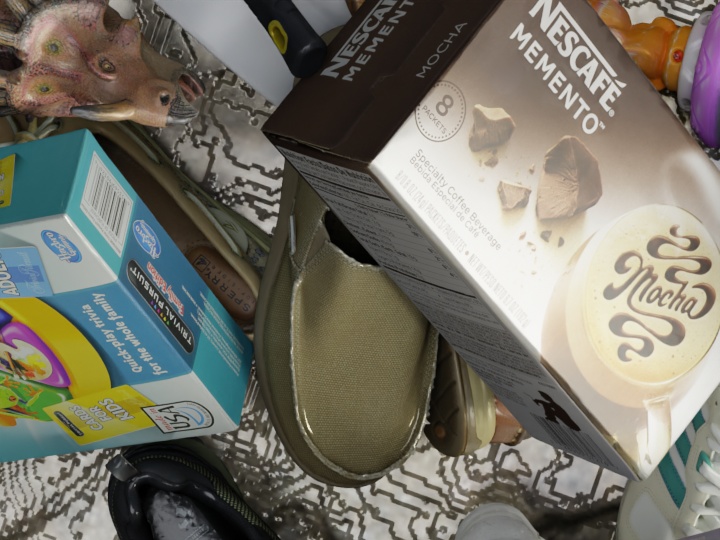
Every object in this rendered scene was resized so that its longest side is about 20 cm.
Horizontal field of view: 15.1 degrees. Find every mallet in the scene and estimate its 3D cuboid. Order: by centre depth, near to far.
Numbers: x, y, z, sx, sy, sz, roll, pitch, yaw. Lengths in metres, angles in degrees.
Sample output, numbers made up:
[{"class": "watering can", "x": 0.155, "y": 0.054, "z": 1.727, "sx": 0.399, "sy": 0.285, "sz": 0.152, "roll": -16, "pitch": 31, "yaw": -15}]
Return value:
[{"class": "mallet", "x": -0.067, "y": -0.160, "z": 1.070, "sx": 0.200, "sy": 0.041, "sz": 0.066, "roll": 50, "pitch": 137, "yaw": 31}]

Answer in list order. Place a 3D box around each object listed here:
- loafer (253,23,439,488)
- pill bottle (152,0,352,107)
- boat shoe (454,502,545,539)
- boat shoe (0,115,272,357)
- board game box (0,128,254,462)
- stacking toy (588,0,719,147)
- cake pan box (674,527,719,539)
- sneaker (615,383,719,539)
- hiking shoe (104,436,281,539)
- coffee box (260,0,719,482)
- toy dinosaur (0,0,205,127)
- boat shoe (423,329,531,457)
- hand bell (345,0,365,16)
[{"class": "loafer", "x": 0.000, "y": 0.000, "z": 1.129, "sx": 0.076, "sy": 0.067, "sz": 0.201, "roll": -6, "pitch": 107, "yaw": -19}, {"class": "pill bottle", "x": -0.002, "y": -0.173, "z": 1.160, "sx": 0.114, "sy": 0.114, "sz": 0.200, "roll": 41, "pitch": 94, "yaw": 4}, {"class": "boat shoe", "x": 0.066, "y": 0.188, "z": 1.179, "sx": 0.074, "sy": 0.086, "sz": 0.203, "roll": -11, "pitch": 118, "yaw": 1}, {"class": "boat shoe", "x": -0.112, "y": -0.032, "z": 1.198, "sx": 0.200, "sy": 0.063, "sz": 0.073, "roll": 31, "pitch": 94, "yaw": 5}, {"class": "board game box", "x": -0.167, "y": 0.021, "z": 1.136, "sx": 0.199, "sy": 0.151, "sz": 0.047, "roll": -10, "pitch": 49, "yaw": 24}, {"class": "stacking toy", "x": 0.176, "y": -0.080, "z": 1.158, "sx": 0.199, "sy": 0.110, "sz": 0.116, "roll": 14, "pitch": 102, "yaw": 17}, {"class": "cake pan box", "x": 0.110, "y": 0.206, "z": 1.103, "sx": 0.199, "sy": 0.052, "sz": 0.185, "roll": -17, "pitch": 113, "yaw": 8}, {"class": "sneaker", "x": 0.158, "y": 0.075, "z": 1.156, "sx": 0.070, "sy": 0.093, "sz": 0.200, "roll": 21, "pitch": 92, "yaw": 5}, {"class": "hiking shoe", "x": -0.044, "y": 0.158, "z": 1.174, "sx": 0.076, "sy": 0.101, "sz": 0.200, "roll": -44, "pitch": 86, "yaw": 5}, {"class": "coffee box", "x": 0.070, "y": -0.026, "z": 1.075, "sx": 0.113, "sy": 0.080, "sz": 0.200, "roll": -50, "pitch": 123, "yaw": -14}, {"class": "toy dinosaur", "x": -0.157, "y": -0.092, "z": 1.110, "sx": 0.199, "sy": 0.136, "sz": 0.086, "roll": -15, "pitch": 116, "yaw": 25}, {"class": "boat shoe", "x": 0.054, "y": -0.022, "z": 1.184, "sx": 0.067, "sy": 0.072, "sz": 0.201, "roll": -6, "pitch": 93, "yaw": -20}, {"class": "hand bell", "x": 0.088, "y": -0.140, "z": 1.128, "sx": 0.199, "sy": 0.104, "sz": 0.104, "roll": -21, "pitch": 88, "yaw": -12}]
